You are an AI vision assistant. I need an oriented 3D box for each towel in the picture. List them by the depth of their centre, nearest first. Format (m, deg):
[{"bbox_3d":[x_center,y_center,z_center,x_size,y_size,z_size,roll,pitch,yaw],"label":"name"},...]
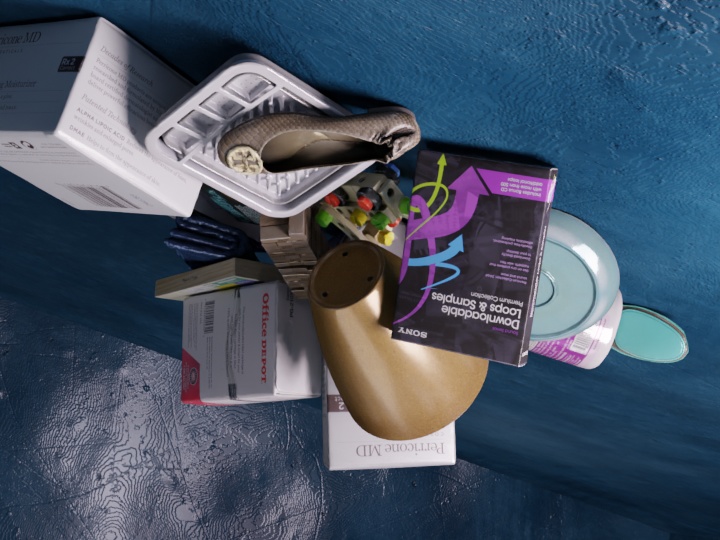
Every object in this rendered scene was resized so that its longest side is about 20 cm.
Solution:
[{"bbox_3d":[-0.195,-0.022,1.546,0.111,0.049,0.200,15,168,3],"label":"towel"}]

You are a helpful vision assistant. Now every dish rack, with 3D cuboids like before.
[{"bbox_3d":[-0.096,-0.138,1.148,0.171,0.044,0.199,-32,136,33],"label":"dish rack"}]

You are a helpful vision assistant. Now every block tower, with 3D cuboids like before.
[{"bbox_3d":[-0.072,-0.026,1.345,0.057,0.054,0.200,-4,157,7],"label":"block tower"}]

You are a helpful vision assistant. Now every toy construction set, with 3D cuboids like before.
[{"bbox_3d":[0.030,-0.064,1.274,0.199,0.092,0.131,-6,134,44],"label":"toy construction set"}]

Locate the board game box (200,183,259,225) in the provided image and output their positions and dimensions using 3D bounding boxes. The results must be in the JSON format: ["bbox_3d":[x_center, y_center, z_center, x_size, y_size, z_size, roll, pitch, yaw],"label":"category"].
[{"bbox_3d":[-0.156,-0.110,1.382,0.135,0.028,0.200,12,160,40],"label":"board game box"}]

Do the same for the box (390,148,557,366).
[{"bbox_3d":[0.113,-0.014,1.158,0.142,0.201,0.036,10,-172,22],"label":"box"}]

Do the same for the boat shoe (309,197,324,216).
[{"bbox_3d":[-0.094,-0.111,1.296,0.072,0.065,0.200,-14,153,23],"label":"boat shoe"}]

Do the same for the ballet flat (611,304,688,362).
[{"bbox_3d":[0.339,0.073,1.520,0.199,0.068,0.070,12,-171,18],"label":"ballet flat"}]

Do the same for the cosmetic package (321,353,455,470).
[{"bbox_3d":[0.031,0.155,1.494,0.164,0.201,0.165,-2,172,-4],"label":"cosmetic package"}]

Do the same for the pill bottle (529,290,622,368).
[{"bbox_3d":[0.213,0.042,1.421,0.199,0.113,0.112,19,166,-3],"label":"pill bottle"}]

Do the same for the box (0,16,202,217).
[{"bbox_3d":[-0.288,-0.158,1.213,0.198,0.131,0.200,5,161,39],"label":"box"}]

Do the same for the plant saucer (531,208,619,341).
[{"bbox_3d":[0.193,0.013,1.303,0.199,0.027,0.201,10,133,11],"label":"plant saucer"}]

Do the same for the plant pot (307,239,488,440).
[{"bbox_3d":[0.025,0.063,1.286,0.185,0.187,0.200,7,149,34],"label":"plant pot"}]

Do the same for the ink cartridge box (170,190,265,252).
[{"bbox_3d":[-0.201,-0.079,1.523,0.199,0.044,0.094,28,164,-39],"label":"ink cartridge box"}]

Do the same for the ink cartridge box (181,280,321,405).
[{"bbox_3d":[-0.144,0.099,1.500,0.084,0.146,0.199,10,166,-44],"label":"ink cartridge box"}]

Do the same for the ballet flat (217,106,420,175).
[{"bbox_3d":[-0.040,-0.119,1.103,0.199,0.047,0.068,-6,145,2],"label":"ballet flat"}]

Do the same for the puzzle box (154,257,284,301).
[{"bbox_3d":[-0.170,0.019,1.540,0.133,0.026,0.199,11,164,-40],"label":"puzzle box"}]

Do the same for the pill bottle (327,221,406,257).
[{"bbox_3d":[0.000,0.000,1.510,0.110,0.112,0.200,21,165,-17],"label":"pill bottle"}]
